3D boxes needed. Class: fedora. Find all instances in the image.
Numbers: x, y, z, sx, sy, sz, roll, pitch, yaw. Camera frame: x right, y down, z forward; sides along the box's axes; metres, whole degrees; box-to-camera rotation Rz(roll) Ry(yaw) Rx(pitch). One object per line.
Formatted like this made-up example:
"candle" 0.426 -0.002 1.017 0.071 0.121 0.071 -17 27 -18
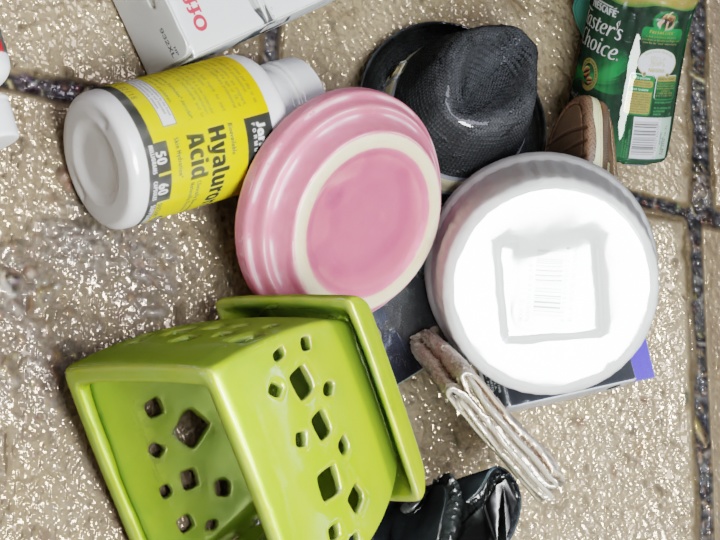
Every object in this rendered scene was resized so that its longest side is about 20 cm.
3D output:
"fedora" 0.098 -0.150 1.771 0.199 0.092 0.202 14 59 -23

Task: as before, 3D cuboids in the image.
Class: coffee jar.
"coffee jar" 0.245 -0.203 1.842 0.085 0.104 0.202 2 110 -21

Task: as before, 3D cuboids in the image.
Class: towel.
"towel" 0.102 0.114 1.663 0.034 0.200 0.133 -41 103 0

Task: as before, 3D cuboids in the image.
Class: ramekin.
"ramekin" 0.153 0.007 1.696 0.199 0.098 0.202 0 100 -1

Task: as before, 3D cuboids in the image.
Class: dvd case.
"dvd case" 0.000 0.000 1.743 0.146 0.022 0.201 -29 94 -33

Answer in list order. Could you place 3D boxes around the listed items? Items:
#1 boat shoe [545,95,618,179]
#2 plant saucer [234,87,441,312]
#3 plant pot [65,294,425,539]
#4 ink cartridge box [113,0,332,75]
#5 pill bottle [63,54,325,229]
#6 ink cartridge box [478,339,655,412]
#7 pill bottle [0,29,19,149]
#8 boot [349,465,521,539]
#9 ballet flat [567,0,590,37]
"boat shoe" 0.203 -0.049 1.804 0.074 0.075 0.204 10 83 -30
"plant saucer" -0.007 -0.045 1.653 0.199 0.051 0.202 -17 119 -33
"plant pot" -0.074 0.123 1.555 0.181 0.198 0.201 -30 108 -38
"ink cartridge box" -0.111 -0.264 1.696 0.199 0.084 0.146 -28 95 -33
"pill bottle" -0.126 -0.110 1.635 0.199 0.111 0.112 -20 90 -33
"ink cartridge box" 0.179 0.015 1.838 0.199 0.043 0.200 -10 83 -34
"pill bottle" -0.326 -0.181 1.525 0.113 0.114 0.201 -16 88 -33
"boot" 0.020 0.226 1.615 0.200 0.168 0.077 -40 104 -32
"ballet flat" 0.217 -0.276 1.924 0.200 0.068 0.072 53 39 -6
